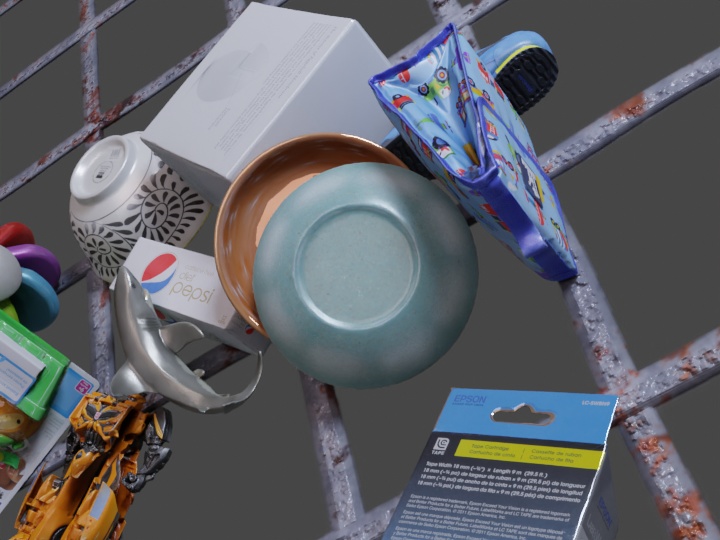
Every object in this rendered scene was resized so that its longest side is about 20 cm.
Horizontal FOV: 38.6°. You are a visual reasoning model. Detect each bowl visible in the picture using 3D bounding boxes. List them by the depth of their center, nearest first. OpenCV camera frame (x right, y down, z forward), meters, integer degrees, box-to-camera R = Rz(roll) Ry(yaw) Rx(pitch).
[{"bbox_3d":[-0.270,-0.093,1.186,0.200,0.094,0.201,-19,50,25],"label":"bowl"}]

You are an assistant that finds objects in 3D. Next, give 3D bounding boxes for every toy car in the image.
[{"bbox_3d":[-0.429,0.010,1.201,0.150,0.175,0.200,-21,52,-38],"label":"toy car"}]

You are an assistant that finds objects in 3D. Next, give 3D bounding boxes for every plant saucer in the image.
[{"bbox_3d":[0.000,0.000,0.879,0.201,0.039,0.201,-2,80,9],"label":"plant saucer"},{"bbox_3d":[-0.031,-0.024,0.932,0.200,0.037,0.201,-1,82,5],"label":"plant saucer"}]

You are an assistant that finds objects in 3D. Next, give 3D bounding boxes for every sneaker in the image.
[{"bbox_3d":[0.095,-0.156,0.983,0.200,0.066,0.078,-36,33,9],"label":"sneaker"}]

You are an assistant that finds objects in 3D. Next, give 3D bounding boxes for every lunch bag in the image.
[{"bbox_3d":[0.103,-0.081,0.850,0.094,0.151,0.200,-33,45,13],"label":"lunch bag"}]

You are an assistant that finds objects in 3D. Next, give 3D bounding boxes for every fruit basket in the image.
[{"bbox_3d":[-0.404,0.143,1.064,0.200,0.185,0.094,-53,10,-12],"label":"fruit basket"}]

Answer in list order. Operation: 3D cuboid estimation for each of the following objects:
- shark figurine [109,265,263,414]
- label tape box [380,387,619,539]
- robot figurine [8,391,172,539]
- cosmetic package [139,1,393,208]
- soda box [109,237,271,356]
[{"bbox_3d":[-0.183,0.102,0.961,0.214,0.089,0.128,33,126,33],"label":"shark figurine"},{"bbox_3d":[0.098,0.180,0.718,0.144,0.063,0.200,-2,43,37],"label":"label tape box"},{"bbox_3d":[-0.260,0.202,0.986,0.145,0.058,0.200,5,63,38],"label":"robot figurine"},{"bbox_3d":[-0.087,-0.156,1.062,0.199,0.123,0.200,-52,37,-8],"label":"cosmetic package"},{"bbox_3d":[-0.165,0.024,1.042,0.200,0.064,0.068,14,68,43],"label":"soda box"}]
